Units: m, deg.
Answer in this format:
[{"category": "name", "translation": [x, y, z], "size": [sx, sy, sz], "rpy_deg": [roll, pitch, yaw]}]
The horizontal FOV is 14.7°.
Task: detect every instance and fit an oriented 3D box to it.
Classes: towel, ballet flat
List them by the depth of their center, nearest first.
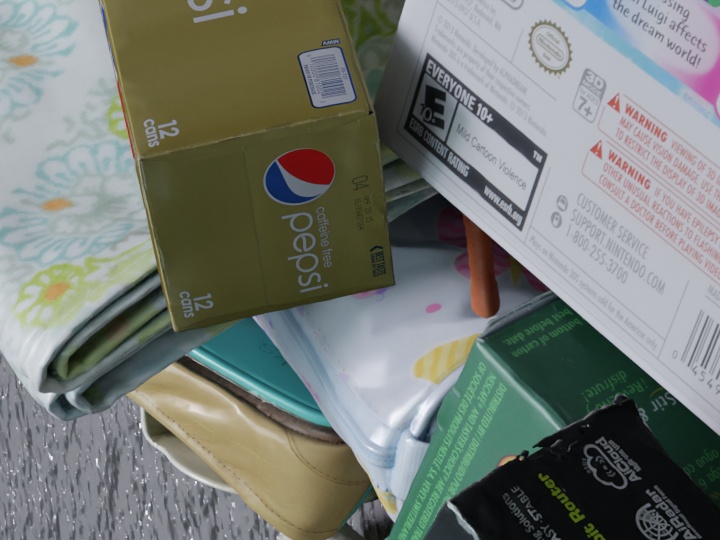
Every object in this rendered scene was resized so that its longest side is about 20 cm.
[{"category": "towel", "translation": [-0.063, -0.061, 0.860], "size": [0.200, 0.171, 0.048], "rpy_deg": [53, 171, 43]}, {"category": "ballet flat", "translation": [-0.077, 0.025, 0.937], "size": [0.200, 0.068, 0.063], "rpy_deg": [35, 127, 24]}]

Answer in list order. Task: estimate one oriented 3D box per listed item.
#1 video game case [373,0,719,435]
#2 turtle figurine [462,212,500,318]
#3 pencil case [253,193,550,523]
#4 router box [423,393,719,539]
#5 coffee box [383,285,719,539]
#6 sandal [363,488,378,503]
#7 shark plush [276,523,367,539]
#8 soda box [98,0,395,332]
[{"category": "video game case", "translation": [0.091, -0.061, 0.645], "size": [0.200, 0.024, 0.183], "rpy_deg": [42, 127, 37]}, {"category": "turtle figurine", "translation": [0.103, -0.035, 0.703], "size": [0.161, 0.064, 0.201], "rpy_deg": [46, 129, 33]}, {"category": "pencil case", "translation": [0.000, 0.000, 0.870], "size": [0.200, 0.090, 0.083], "rpy_deg": [48, 120, 42]}, {"category": "router box", "translation": [0.058, 0.151, 0.667], "size": [0.150, 0.062, 0.201], "rpy_deg": [48, 141, 22]}, {"category": "coffee box", "translation": [0.089, 0.114, 0.699], "size": [0.200, 0.044, 0.123], "rpy_deg": [46, 139, 24]}, {"category": "sandal", "translation": [-0.047, 0.005, 0.988], "size": [0.201, 0.057, 0.080], "rpy_deg": [49, 140, 42]}, {"category": "shark plush", "translation": [0.033, 0.163, 0.933], "size": [0.200, 0.091, 0.083], "rpy_deg": [51, 165, 8]}, {"category": "soda box", "translation": [-0.043, -0.081, 0.785], "size": [0.068, 0.064, 0.201], "rpy_deg": [82, 174, -46]}]
